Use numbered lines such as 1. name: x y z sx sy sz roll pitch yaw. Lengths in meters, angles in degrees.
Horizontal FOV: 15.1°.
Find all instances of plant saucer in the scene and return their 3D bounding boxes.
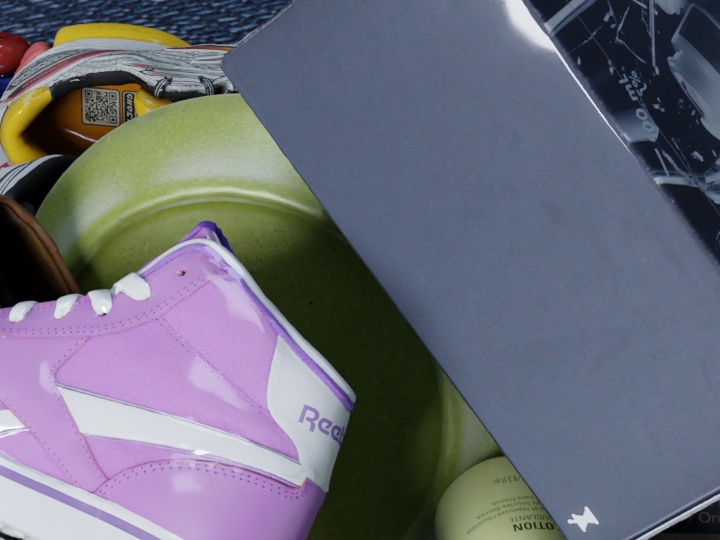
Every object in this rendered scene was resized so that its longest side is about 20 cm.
1. plant saucer: -0.036 0.040 0.932 0.199 0.201 0.031 4 19 18

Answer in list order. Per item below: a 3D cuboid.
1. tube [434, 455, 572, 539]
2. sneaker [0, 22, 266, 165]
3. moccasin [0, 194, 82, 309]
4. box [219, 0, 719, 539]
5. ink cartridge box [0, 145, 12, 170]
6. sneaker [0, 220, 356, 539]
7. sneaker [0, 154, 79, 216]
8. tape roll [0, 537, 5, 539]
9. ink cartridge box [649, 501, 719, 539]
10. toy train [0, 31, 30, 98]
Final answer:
1. tube: 0.062 0.128 0.819 0.058 0.052 0.200 -36 27 13
2. sneaker: -0.055 -0.058 1.122 0.199 0.078 0.082 -3 22 12
3. moccasin: -0.085 0.068 0.907 0.078 0.202 0.074 -28 -2 35
4. box: 0.084 -0.042 0.882 0.104 0.200 0.182 -34 5 35
5. ink cartridge box: -0.225 -0.011 1.210 0.199 0.084 0.145 10 30 28
6. sneaker: -0.092 0.029 0.842 0.200 0.073 0.115 22 77 22
7. sneaker: -0.164 0.029 1.024 0.115 0.076 0.201 -31 24 58
8. tape roll: -0.161 0.163 0.795 0.202 0.037 0.203 -27 33 19
9. ink cartridge box: 0.149 0.054 1.018 0.164 0.075 0.200 -2 25 10
10. toy train: -0.155 -0.083 1.360 0.199 0.085 0.116 15 22 35
